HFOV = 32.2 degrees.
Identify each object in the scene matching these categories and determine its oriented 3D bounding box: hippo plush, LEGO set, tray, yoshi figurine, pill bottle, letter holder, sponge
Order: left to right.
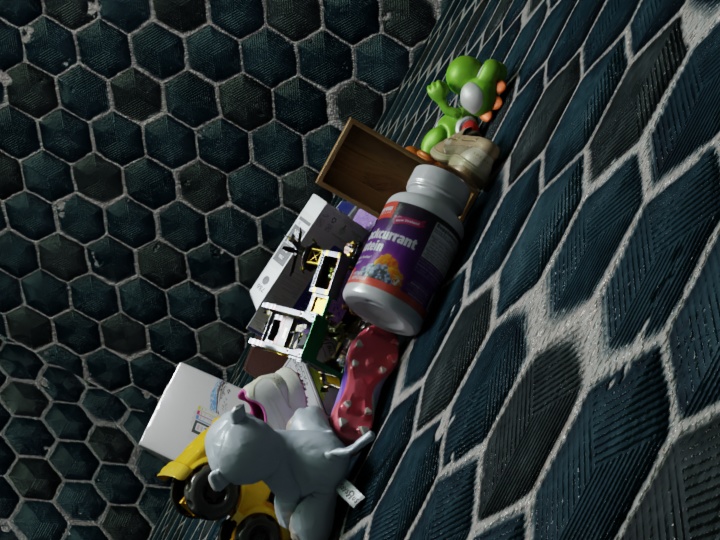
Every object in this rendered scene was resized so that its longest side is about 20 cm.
[{"bbox_3d":[-0.103,0.237,1.446,0.200,0.159,0.162,-167,87,-68],"label":"hippo plush"},{"bbox_3d":[-0.099,0.117,2.093,0.200,0.141,0.101,-54,10,50],"label":"letter holder"},{"bbox_3d":[-0.060,0.054,1.640,0.115,0.153,0.203,12,85,40],"label":"LEGO set"},{"bbox_3d":[-0.022,0.002,1.754,0.201,0.030,0.111,-61,18,-11],"label":"sponge"},{"bbox_3d":[0.049,-0.113,1.672,0.099,0.198,0.037,-60,6,5],"label":"tray"},{"bbox_3d":[0.065,-0.029,1.590,0.202,0.111,0.111,-64,7,-18],"label":"pill bottle"},{"bbox_3d":[0.143,-0.241,1.892,0.201,0.111,0.112,-57,1,15],"label":"yoshi figurine"}]

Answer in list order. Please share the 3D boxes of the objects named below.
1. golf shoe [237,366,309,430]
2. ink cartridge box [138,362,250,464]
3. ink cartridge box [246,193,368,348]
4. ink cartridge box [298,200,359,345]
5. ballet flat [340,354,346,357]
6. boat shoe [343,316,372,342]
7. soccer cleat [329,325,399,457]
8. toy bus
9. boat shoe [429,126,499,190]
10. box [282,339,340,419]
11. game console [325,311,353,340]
[{"bbox_3d":[-0.105,0.230,1.596,0.075,0.091,0.203,-16,85,57],"label":"golf shoe"},{"bbox_3d":[-0.209,0.260,1.930,0.146,0.198,0.147,-63,-21,-15],"label":"ink cartridge box"},{"bbox_3d":[-0.080,0.004,1.690,0.039,0.099,0.201,34,90,43],"label":"ink cartridge box"},{"bbox_3d":[-0.049,0.029,1.944,0.197,0.043,0.201,-54,-32,-34],"label":"ink cartridge box"},{"bbox_3d":[-0.051,0.183,1.833,0.067,0.068,0.201,-35,-16,-52],"label":"ballet flat"},{"bbox_3d":[0.003,0.078,1.803,0.074,0.069,0.200,-54,12,2],"label":"boat shoe"},{"bbox_3d":[-0.001,0.153,1.582,0.077,0.066,0.201,119,172,-45],"label":"soccer cleat"},{"bbox_3d":[-0.144,0.279,1.674,0.192,0.200,0.136,-49,8,-22],"label":"toy bus"},{"bbox_3d":[0.148,-0.157,1.698,0.065,0.071,0.200,-54,16,5],"label":"boat shoe"},{"bbox_3d":[-0.079,0.196,1.743,0.200,0.060,0.118,-52,53,49],"label":"box"},{"bbox_3d":[0.000,0.000,1.781,0.201,0.031,0.177,-52,12,19],"label":"game console"}]
